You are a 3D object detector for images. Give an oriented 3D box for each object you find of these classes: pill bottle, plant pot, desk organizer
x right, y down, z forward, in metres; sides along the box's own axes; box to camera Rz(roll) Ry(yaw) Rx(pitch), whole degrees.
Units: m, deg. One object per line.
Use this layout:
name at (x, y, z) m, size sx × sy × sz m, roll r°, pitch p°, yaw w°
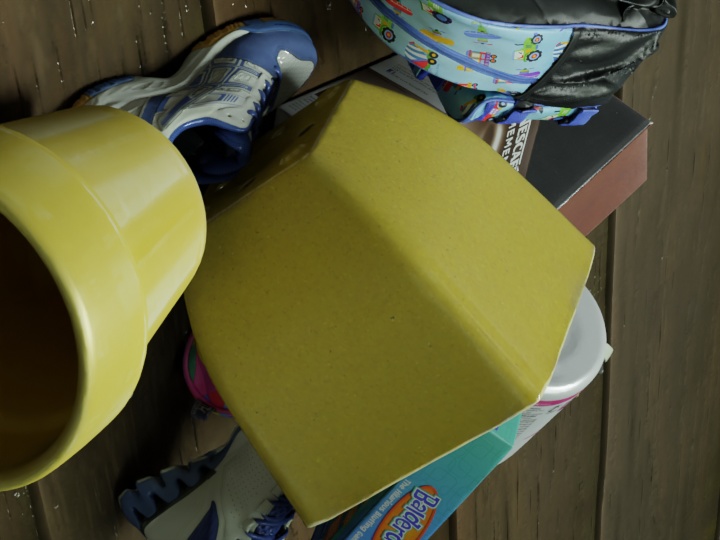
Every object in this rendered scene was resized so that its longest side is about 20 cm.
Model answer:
pill bottle at (0.090, 0.080, 1.942) m, size 0.113 × 0.113 × 0.200 m, roll -32°, pitch 170°, yaw -34°
plant pot at (-0.189, -0.003, 1.488) m, size 0.189 × 0.201 × 0.201 m, roll -40°, pitch 153°, yaw -55°
desk organizer at (0.133, -0.050, 2.018) m, size 0.200 × 0.072 × 0.077 m, roll -42°, pitch 152°, yaw -20°
plant pot at (0.000, 0.000, 1.649) m, size 0.194 × 0.200 × 0.196 m, roll -31°, pitch -164°, yaw 29°

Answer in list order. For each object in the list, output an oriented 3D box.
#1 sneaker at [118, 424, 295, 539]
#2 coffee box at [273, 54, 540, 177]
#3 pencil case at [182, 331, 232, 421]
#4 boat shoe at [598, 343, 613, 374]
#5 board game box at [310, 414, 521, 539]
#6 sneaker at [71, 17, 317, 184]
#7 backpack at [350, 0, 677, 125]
sneaker at (-0.072, 0.173, 1.826) m, size 0.199 × 0.115 × 0.081 m, roll -31°, pitch 161°, yaw 31°
coffee box at (0.031, -0.082, 1.820) m, size 0.200 × 0.080 × 0.113 m, roll -27°, pitch 142°, yaw -39°
pencil case at (-0.046, 0.072, 1.874) m, size 0.200 × 0.088 × 0.088 m, roll 7°, pitch 116°, yaw -59°
boat shoe at (0.156, 0.062, 2.171) m, size 0.061 × 0.072 × 0.201 m, roll -57°, pitch 154°, yaw -1°
board game box at (0.037, 0.131, 1.747) m, size 0.200 × 0.045 × 0.152 m, roll -50°, pitch -172°, yaw 29°
sneaker at (-0.088, -0.091, 1.629) m, size 0.200 × 0.088 × 0.075 m, roll -31°, pitch 143°, yaw -37°
backpack at (0.073, -0.184, 1.679) m, size 0.200 × 0.183 × 0.135 m, roll -4°, pitch 143°, yaw -37°
